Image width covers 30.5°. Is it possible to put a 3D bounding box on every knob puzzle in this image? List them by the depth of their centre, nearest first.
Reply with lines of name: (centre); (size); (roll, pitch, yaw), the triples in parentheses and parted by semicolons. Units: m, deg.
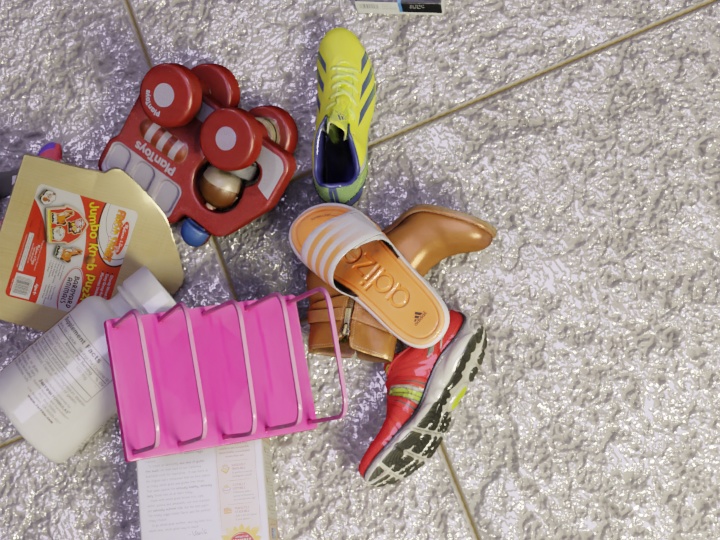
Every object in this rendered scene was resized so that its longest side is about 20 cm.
knob puzzle: (-0.285, -0.016, 1.401); (0.218, 0.030, 0.221); (-5, 108, -15)

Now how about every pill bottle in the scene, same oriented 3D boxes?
pill bottle: (-0.270, 0.092, 1.359); (0.200, 0.114, 0.114); (-41, 77, -6)

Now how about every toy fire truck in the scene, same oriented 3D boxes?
toy fire truck: (-0.172, -0.120, 1.413); (0.200, 0.112, 0.168); (37, 110, 13)

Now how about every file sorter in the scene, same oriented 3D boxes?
file sorter: (-0.128, 0.095, 1.271); (0.199, 0.125, 0.140); (-7, 82, -23)

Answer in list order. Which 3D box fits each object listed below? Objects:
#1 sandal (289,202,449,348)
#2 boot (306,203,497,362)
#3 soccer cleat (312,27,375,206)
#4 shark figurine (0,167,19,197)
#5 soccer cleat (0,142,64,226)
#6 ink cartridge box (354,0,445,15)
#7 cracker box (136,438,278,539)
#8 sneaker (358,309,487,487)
sandal: (0.006, -0.006, 1.304); (0.206, 0.059, 0.079); (39, 88, 27)
boot: (0.037, 0.015, 1.350); (0.199, 0.077, 0.156); (2, 69, 14)
soccer cleat: (-0.019, -0.167, 1.400); (0.064, 0.084, 0.202); (-1, 79, 8)
shark figurine: (-0.454, -0.133, 1.454); (0.128, 0.090, 0.215); (-36, 79, -2)
soccer cleat: (-0.367, -0.045, 1.432); (0.076, 0.067, 0.201); (10, 85, -6)
ink cartridge box: (0.050, -0.383, 1.457); (0.099, 0.039, 0.202); (2, 79, 9)
cracker box: (-0.157, 0.230, 1.357); (0.133, 0.058, 0.202); (-6, 79, 5)
sneaker: (0.052, 0.128, 1.352); (0.085, 0.077, 0.201); (28, 79, 31)
